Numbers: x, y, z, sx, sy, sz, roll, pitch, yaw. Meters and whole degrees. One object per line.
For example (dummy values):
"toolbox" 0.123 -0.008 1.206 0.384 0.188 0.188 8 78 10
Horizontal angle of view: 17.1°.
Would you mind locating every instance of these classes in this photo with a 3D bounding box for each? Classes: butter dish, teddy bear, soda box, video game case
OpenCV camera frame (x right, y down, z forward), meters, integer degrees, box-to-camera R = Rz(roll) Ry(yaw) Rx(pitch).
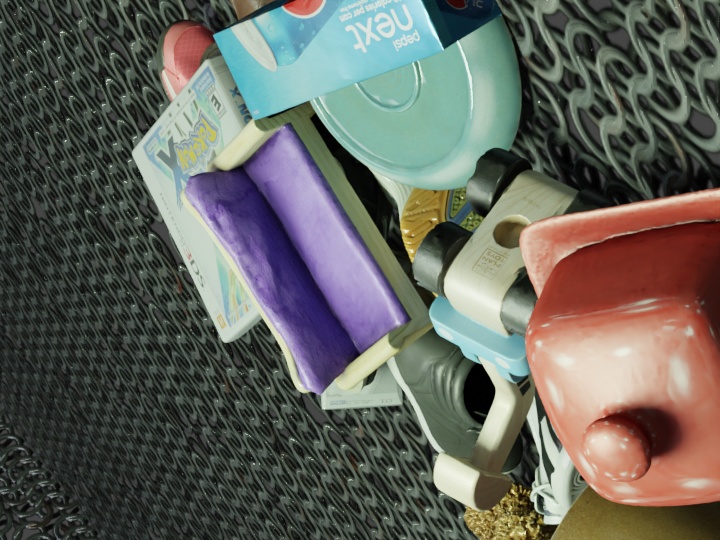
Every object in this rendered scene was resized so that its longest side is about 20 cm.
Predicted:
"butter dish" 0.180 0.071 1.429 0.199 0.148 0.200 -9 115 41
"teddy bear" 0.159 0.234 1.943 0.145 0.067 0.200 37 -173 -22
"soda box" -0.005 -0.161 1.576 0.200 0.064 0.068 -16 104 48
"soda box" 0.002 0.082 2.002 0.200 0.068 0.064 51 -145 -88
"video game case" -0.109 -0.054 1.908 0.182 0.022 0.200 63 151 8

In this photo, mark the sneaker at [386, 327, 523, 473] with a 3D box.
"sneaker" 0.097 0.115 1.896 0.099 0.071 0.200 29 162 47

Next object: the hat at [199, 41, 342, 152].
"hat" -0.083 -0.089 1.960 0.200 0.081 0.201 26 137 28

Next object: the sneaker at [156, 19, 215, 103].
"sneaker" -0.095 -0.135 2.053 0.200 0.074 0.087 56 151 -11

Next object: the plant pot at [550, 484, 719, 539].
"plant pot" 0.244 0.242 1.614 0.200 0.186 0.187 25 145 37

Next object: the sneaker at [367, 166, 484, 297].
"sneaker" 0.059 -0.053 1.759 0.200 0.075 0.088 63 -173 18

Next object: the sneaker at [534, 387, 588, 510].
"sneaker" 0.148 0.077 1.742 0.112 0.073 0.200 49 153 35

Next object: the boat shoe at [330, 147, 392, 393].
"boat shoe" 0.000 0.000 1.850 0.072 0.068 0.200 22 122 47

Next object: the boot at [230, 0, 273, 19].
"boot" -0.035 -0.215 1.749 0.200 0.064 0.187 -4 101 60

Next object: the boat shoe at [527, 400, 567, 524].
"boat shoe" 0.168 0.174 1.836 0.200 0.068 0.072 62 163 -12

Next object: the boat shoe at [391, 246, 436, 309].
"boat shoe" 0.023 0.017 1.966 0.201 0.063 0.073 29 146 53

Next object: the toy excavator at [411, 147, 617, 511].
"toy excavator" 0.105 0.048 1.621 0.100 0.195 0.200 26 160 31

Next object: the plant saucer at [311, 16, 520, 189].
"plant saucer" 0.022 -0.143 1.642 0.200 0.027 0.200 25 131 33

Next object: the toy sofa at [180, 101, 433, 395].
"toy sofa" -0.036 -0.015 1.752 0.200 0.098 0.083 59 141 7
